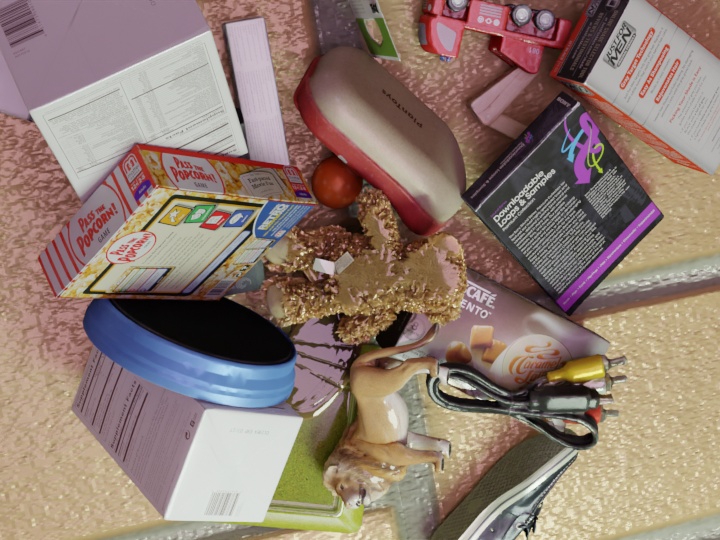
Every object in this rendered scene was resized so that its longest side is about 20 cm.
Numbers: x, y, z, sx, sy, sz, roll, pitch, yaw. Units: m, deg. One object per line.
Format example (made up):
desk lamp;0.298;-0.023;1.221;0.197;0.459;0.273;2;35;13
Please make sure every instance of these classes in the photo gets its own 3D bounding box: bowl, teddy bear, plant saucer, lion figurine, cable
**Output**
bowl;-0.149;0.059;1.254;0.199;0.201;0.040;19;103;-12
teddy bear;0.000;0.000;1.290;0.199;0.067;0.146;-17;95;8
plant saucer;-0.080;0.169;1.393;0.198;0.048;0.202;6;99;-11
lion figurine;0.022;0.136;1.322;0.121;0.073;0.202;5;113;14
cable;0.163;0.126;1.360;0.198;0.050;0.098;2;119;3

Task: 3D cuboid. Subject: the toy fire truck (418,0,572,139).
toy fire truck;0.146;-0.191;1.370;0.198;0.049;0.142;10;98;-11

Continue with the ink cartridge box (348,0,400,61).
ink cartridge box;0.018;-0.302;1.280;0.075;0.148;0.201;-23;103;-6

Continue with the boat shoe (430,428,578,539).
boat shoe;0.157;0.242;1.434;0.062;0.075;0.200;42;96;-18

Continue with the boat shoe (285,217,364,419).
boat shoe;-0.030;0.049;1.356;0.074;0.066;0.201;23;82;-6

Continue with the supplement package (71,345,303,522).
supplement package;-0.164;0.131;1.277;0.113;0.200;0.110;11;107;-40

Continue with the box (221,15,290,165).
box;-0.096;-0.142;1.342;0.041;0.039;0.202;-12;101;-9

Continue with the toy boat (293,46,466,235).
toy boat;0.005;-0.108;1.339;0.200;0.131;0.131;41;121;-13

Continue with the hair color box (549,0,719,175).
hair color box;0.289;-0.184;1.357;0.199;0.061;0.102;29;91;-33

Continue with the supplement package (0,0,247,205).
supplement package;-0.200;-0.168;1.128;0.150;0.200;0.152;-26;68;-6

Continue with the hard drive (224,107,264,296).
hard drive;-0.167;-0.052;1.301;0.138;0.033;0.201;-11;133;-8

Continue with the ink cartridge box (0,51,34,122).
ink cartridge box;-0.265;-0.202;1.281;0.199;0.083;0.146;15;97;-13

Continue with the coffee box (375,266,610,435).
coffee box;0.132;0.071;1.395;0.199;0.080;0.115;28;94;-13

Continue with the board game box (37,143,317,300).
board game box;-0.155;-0.035;1.201;0.151;0.199;0.046;-43;64;28

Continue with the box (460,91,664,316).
box;0.202;-0.062;1.364;0.143;0.036;0.200;-46;132;1
